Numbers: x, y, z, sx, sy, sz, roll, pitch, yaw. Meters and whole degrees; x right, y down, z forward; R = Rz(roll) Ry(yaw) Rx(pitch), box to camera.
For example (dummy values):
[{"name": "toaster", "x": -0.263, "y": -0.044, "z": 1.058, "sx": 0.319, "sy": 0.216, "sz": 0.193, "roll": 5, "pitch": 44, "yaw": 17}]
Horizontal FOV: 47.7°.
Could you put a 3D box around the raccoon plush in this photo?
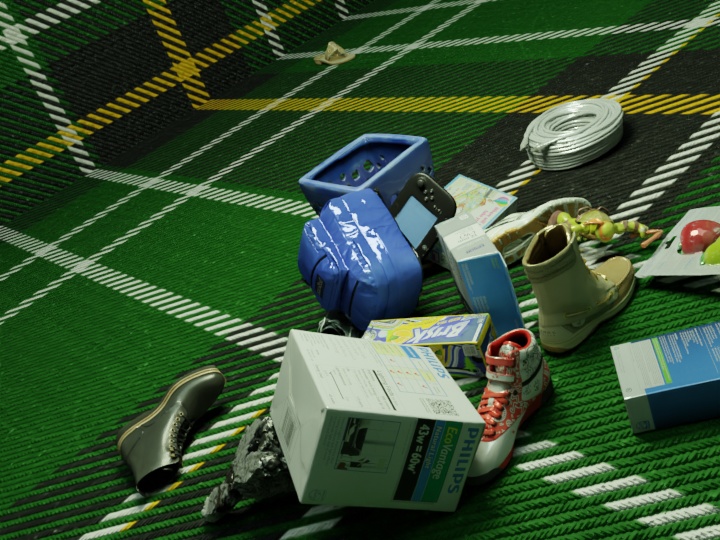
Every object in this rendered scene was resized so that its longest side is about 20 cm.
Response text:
[{"name": "raccoon plush", "x": -0.107, "y": 0.275, "z": 1.092, "sx": 0.200, "sy": 0.133, "sz": 0.097, "roll": -45, "pitch": 30, "yaw": 34}]

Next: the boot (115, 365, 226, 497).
[{"name": "boot", "x": -0.274, "y": 0.249, "z": 1.253, "sx": 0.200, "sy": 0.078, "sz": 0.138, "roll": -42, "pitch": 34, "yaw": -7}]

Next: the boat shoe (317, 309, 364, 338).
[{"name": "boat shoe", "x": -0.037, "y": 0.104, "z": 1.322, "sx": 0.072, "sy": 0.062, "sz": 0.201, "roll": -19, "pitch": 28, "yaw": 8}]

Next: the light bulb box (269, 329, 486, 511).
[{"name": "light bulb box", "x": 0.013, "y": 0.178, "z": 0.988, "sx": 0.198, "sy": 0.126, "sz": 0.198, "roll": 10, "pitch": 19, "yaw": -20}]

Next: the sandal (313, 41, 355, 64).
[{"name": "sandal", "x": -0.109, "y": -0.798, "z": 2.975, "sx": 0.077, "sy": 0.070, "sz": 0.210, "roll": -39, "pitch": 31, "yaw": -28}]

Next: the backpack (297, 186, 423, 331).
[{"name": "backpack", "x": 0.000, "y": 0.000, "z": 1.335, "sx": 0.166, "sy": 0.163, "sz": 0.201, "roll": -23, "pitch": 59, "yaw": -22}]

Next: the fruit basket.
[{"name": "fruit basket", "x": 0.515, "y": -0.039, "z": 1.145, "sx": 0.185, "sy": 0.094, "sz": 0.199, "roll": -41, "pitch": 17, "yaw": -31}]

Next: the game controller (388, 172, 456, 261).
[{"name": "game controller", "x": 0.085, "y": -0.069, "z": 1.417, "sx": 0.104, "sy": 0.201, "sz": 0.042, "roll": 47, "pitch": 28, "yaw": 24}]

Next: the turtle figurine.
[{"name": "turtle figurine", "x": 0.346, "y": -0.066, "z": 1.259, "sx": 0.197, "sy": 0.065, "sz": 0.161, "roll": -9, "pitch": 9, "yaw": -7}]

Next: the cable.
[{"name": "cable", "x": 0.426, "y": -0.274, "z": 1.627, "sx": 0.198, "sy": 0.070, "sz": 0.201, "roll": -9, "pitch": 30, "yaw": 24}]

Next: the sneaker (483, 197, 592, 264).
[{"name": "sneaker", "x": 0.291, "y": -0.080, "z": 1.382, "sx": 0.198, "sy": 0.076, "sz": 0.088, "roll": -21, "pitch": 23, "yaw": -1}]

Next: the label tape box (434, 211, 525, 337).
[{"name": "label tape box", "x": 0.180, "y": 0.019, "z": 1.213, "sx": 0.065, "sy": 0.144, "sz": 0.201, "roll": -21, "pitch": 27, "yaw": 3}]

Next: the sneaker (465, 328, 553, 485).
[{"name": "sneaker", "x": 0.167, "y": 0.160, "z": 1.012, "sx": 0.067, "sy": 0.109, "sz": 0.201, "roll": 7, "pitch": 40, "yaw": 44}]

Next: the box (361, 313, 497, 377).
[{"name": "box", "x": 0.099, "y": 0.113, "z": 1.199, "sx": 0.198, "sy": 0.065, "sz": 0.070, "roll": -5, "pitch": 32, "yaw": 30}]

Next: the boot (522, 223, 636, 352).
[{"name": "boot", "x": 0.307, "y": -0.002, "z": 1.139, "sx": 0.199, "sy": 0.157, "sz": 0.072, "roll": -36, "pitch": 29, "yaw": -25}]

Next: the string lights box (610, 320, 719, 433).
[{"name": "string lights box", "x": 0.405, "y": 0.117, "z": 0.957, "sx": 0.198, "sy": 0.059, "sz": 0.103, "roll": -15, "pitch": 29, "yaw": 16}]

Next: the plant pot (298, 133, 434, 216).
[{"name": "plant pot", "x": 0.031, "y": -0.136, "z": 1.567, "sx": 0.199, "sy": 0.181, "sz": 0.199, "roll": -38, "pitch": 30, "yaw": -27}]

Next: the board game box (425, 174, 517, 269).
[{"name": "board game box", "x": 0.176, "y": -0.090, "z": 1.487, "sx": 0.134, "sy": 0.035, "sz": 0.200, "roll": 27, "pitch": 53, "yaw": 33}]
